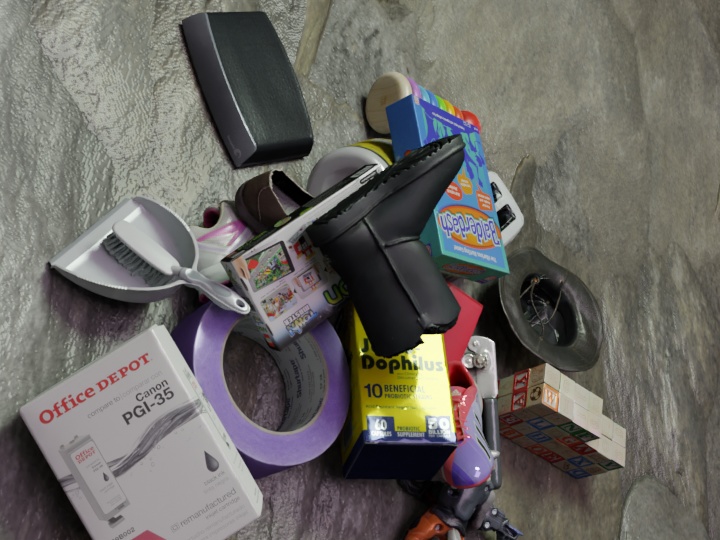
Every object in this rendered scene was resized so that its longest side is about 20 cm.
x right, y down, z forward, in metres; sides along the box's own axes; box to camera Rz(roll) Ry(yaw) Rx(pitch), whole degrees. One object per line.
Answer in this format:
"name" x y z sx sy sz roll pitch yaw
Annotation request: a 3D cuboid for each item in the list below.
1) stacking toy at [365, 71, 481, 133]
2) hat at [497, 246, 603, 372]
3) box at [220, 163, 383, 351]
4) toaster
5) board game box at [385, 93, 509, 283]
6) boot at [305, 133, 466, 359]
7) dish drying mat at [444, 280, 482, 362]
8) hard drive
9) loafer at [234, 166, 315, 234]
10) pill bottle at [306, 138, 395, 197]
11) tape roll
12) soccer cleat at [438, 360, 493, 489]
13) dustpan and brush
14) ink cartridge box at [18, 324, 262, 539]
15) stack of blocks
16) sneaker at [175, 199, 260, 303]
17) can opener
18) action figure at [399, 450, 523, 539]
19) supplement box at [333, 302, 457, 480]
"stacking toy" 0.104 -0.223 1.377 0.198 0.085 0.086 9 65 -42
"hat" 0.254 0.071 1.369 0.199 0.081 0.203 20 52 -27
"box" -0.038 -0.016 1.007 0.199 0.035 0.111 -34 108 -21
"toaster" 0.128 -0.053 1.281 0.199 0.129 0.114 -36 94 -44
"board game box" 0.105 -0.094 1.140 0.151 0.045 0.203 12 63 -51
"boot" 0.060 -0.024 0.993 0.199 0.076 0.169 -36 105 -13
"dish drying mat" 0.090 0.114 1.211 0.076 0.018 0.202 34 70 -21
"hard drive" -0.136 -0.236 1.199 0.134 0.042 0.202 -15 81 -43
"loafer" -0.047 -0.040 1.051 0.199 0.071 0.074 34 50 -14
"pill bottle" 0.013 -0.105 1.185 0.113 0.112 0.200 59 20 -2
"tape roll" -0.113 0.119 1.028 0.198 0.085 0.203 17 60 -33
"soccer cleat" 0.117 0.181 1.118 0.200 0.066 0.077 -77 152 -68
"dustpan and brush" -0.200 -0.003 0.979 0.199 0.057 0.140 36 47 5
"ink cartridge box" -0.202 0.172 0.884 0.145 0.083 0.201 -31 92 -5
"stack of blocks" 0.276 0.210 1.297 0.199 0.115 0.059 33 52 -26
"sneaker" -0.133 -0.048 1.090 0.089 0.081 0.200 53 41 -1
"can opener" 0.155 0.184 1.242 0.052 0.067 0.203 -2 75 -2
"action figure" 0.130 0.304 1.137 0.199 0.104 0.195 29 67 -19
"supplement box" 0.036 0.127 1.094 0.107 0.110 0.202 3 57 -13
